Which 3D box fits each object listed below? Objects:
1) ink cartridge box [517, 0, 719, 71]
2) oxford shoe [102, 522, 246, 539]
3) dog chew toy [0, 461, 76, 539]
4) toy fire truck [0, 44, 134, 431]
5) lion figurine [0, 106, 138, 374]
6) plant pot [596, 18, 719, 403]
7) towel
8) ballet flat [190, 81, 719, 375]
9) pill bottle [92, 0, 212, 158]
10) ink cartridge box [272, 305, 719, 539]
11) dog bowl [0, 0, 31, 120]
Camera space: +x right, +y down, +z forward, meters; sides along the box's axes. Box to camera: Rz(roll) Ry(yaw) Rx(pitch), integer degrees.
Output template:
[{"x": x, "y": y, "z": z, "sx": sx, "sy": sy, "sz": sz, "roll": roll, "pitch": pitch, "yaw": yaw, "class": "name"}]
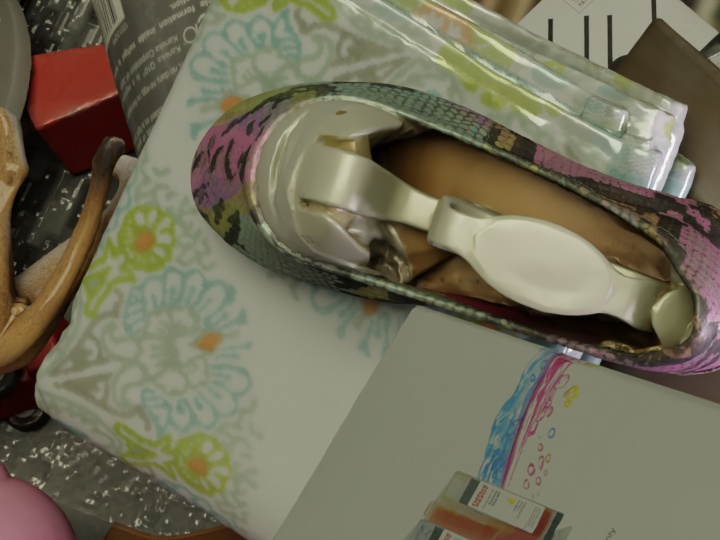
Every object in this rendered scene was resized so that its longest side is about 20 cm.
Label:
[{"x": 0.063, "y": -0.030, "z": 1.035, "sx": 0.200, "sy": 0.044, "sz": 0.094, "roll": -44, "pitch": 65, "yaw": -6, "class": "ink cartridge box"}, {"x": -0.015, "y": 0.125, "z": 0.979, "sx": 0.199, "sy": 0.071, "sz": 0.072, "roll": 5, "pitch": 66, "yaw": 16, "class": "oxford shoe"}, {"x": -0.137, "y": 0.167, "z": 0.933, "sx": 0.124, "sy": 0.125, "sz": 0.201, "roll": -2, "pitch": 96, "yaw": 12, "class": "dog chew toy"}, {"x": -0.174, "y": 0.002, "z": 1.074, "sx": 0.199, "sy": 0.049, "sz": 0.142, "roll": -20, "pitch": 65, "yaw": 5, "class": "toy fire truck"}, {"x": -0.156, "y": 0.006, "z": 0.947, "sx": 0.200, "sy": 0.072, "sz": 0.123, "roll": -3, "pitch": 63, "yaw": 57, "class": "lion figurine"}, {"x": 0.127, "y": 0.039, "z": 0.931, "sx": 0.200, "sy": 0.200, "sz": 0.174, "roll": 44, "pitch": 101, "yaw": 24, "class": "plant pot"}, {"x": 0.000, "y": 0.000, "z": 0.872, "sx": 0.171, "sy": 0.048, "sz": 0.201, "roll": 30, "pitch": 101, "yaw": 20, "class": "towel"}, {"x": 0.028, "y": -0.016, "z": 0.797, "sx": 0.199, "sy": 0.071, "sz": 0.069, "roll": 18, "pitch": 95, "yaw": 21, "class": "ballet flat"}, {"x": -0.027, "y": -0.051, "z": 0.972, "sx": 0.116, "sy": 0.116, "sz": 0.201, "roll": -19, "pitch": 75, "yaw": 5, "class": "pill bottle"}, {"x": 0.077, "y": 0.119, "z": 0.738, "sx": 0.145, "sy": 0.145, "sz": 0.200, "roll": -58, "pitch": 30, "yaw": -7, "class": "ink cartridge box"}, {"x": -0.237, "y": -0.070, "z": 1.080, "sx": 0.199, "sy": 0.059, "sz": 0.201, "roll": -15, "pitch": 53, "yaw": 20, "class": "dog bowl"}]
